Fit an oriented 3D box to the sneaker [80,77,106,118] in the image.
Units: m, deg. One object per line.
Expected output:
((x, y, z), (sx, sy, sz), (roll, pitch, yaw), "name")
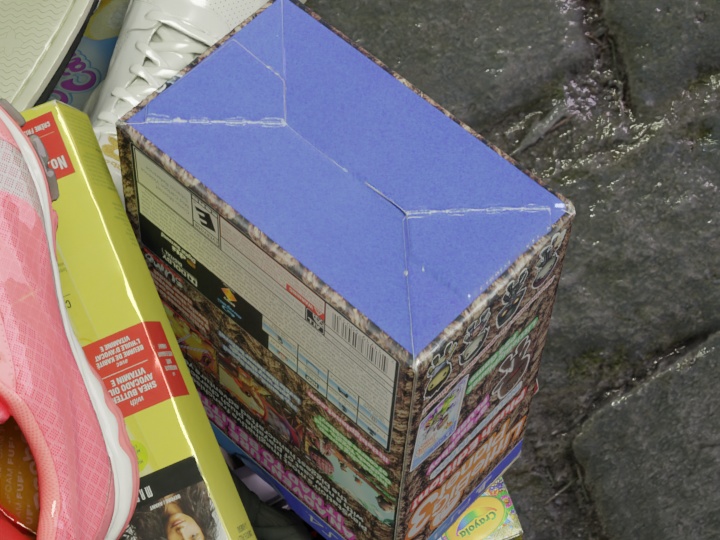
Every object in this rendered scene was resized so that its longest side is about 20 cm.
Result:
((-0.051, -0.075, 0.977), (0.199, 0.080, 0.078), (2, 45, -38), "sneaker")

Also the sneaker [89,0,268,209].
((-0.094, -0.069, 0.854), (0.073, 0.201, 0.116), (23, 16, -6), "sneaker")

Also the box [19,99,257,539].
((-0.108, 0.040, 0.726), (0.050, 0.075, 0.201), (27, 42, -83), "box")

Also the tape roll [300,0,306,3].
((-0.107, -0.180, 1.012), (0.203, 0.202, 0.037), (59, 7, -62), "tape roll")

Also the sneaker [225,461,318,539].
((-0.071, 0.113, 0.847), (0.091, 0.076, 0.200), (58, -1, 10), "sneaker")

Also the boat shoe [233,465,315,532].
((-0.047, 0.134, 1.040), (0.200, 0.068, 0.057), (46, 22, -84), "boat shoe")

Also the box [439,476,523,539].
((0.014, 0.131, 1.240), (0.200, 0.121, 0.194), (88, -17, -69), "box")

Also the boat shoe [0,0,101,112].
((-0.132, -0.128, 0.805), (0.068, 0.071, 0.201), (65, 39, -62), "boat shoe")

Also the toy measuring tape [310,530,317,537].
((0.007, 0.181, 0.975), (0.200, 0.073, 0.074), (-99, 166, -59), "toy measuring tape")

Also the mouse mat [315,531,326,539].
((-0.021, 0.199, 0.880), (0.200, 0.007, 0.162), (-98, -163, -72), "mouse mat")

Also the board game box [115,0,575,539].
((-0.010, 0.014, 0.785), (0.159, 0.097, 0.200), (39, -27, 20), "board game box")

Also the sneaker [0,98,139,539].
((-0.128, 0.014, 0.607), (0.087, 0.073, 0.201), (-81, 148, -79), "sneaker")

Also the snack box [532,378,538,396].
((0.000, 0.000, 0.893), (0.199, 0.024, 0.072), (28, -33, 37), "snack box")

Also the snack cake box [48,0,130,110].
((-0.137, -0.133, 0.960), (0.200, 0.114, 0.067), (58, 8, -62), "snack cake box")
